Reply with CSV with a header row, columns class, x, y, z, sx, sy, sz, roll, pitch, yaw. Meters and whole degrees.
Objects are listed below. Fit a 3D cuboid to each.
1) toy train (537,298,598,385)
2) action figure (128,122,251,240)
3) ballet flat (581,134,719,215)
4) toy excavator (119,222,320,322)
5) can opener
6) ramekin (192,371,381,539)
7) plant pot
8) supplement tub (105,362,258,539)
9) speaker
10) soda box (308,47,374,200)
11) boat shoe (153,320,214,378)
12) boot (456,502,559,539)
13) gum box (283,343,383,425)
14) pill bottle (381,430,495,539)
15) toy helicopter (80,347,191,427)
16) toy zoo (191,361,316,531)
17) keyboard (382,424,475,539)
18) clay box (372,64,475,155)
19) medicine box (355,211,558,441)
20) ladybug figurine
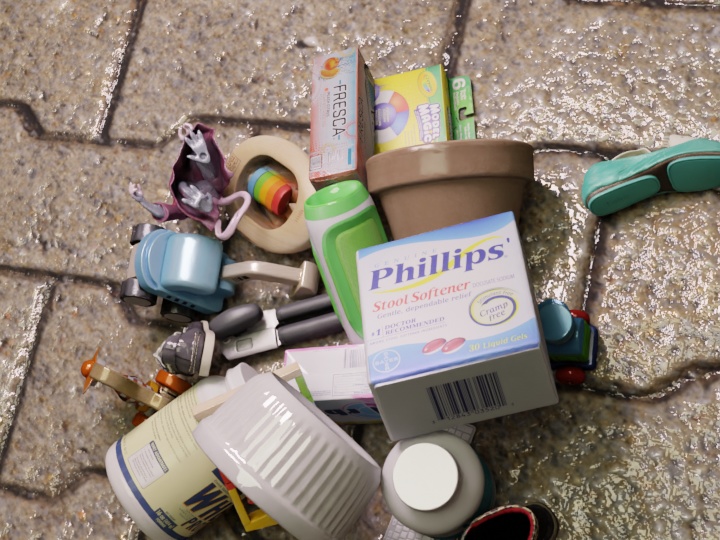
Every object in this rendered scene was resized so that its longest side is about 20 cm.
class,x,y,z,sx,sy,sz,roll,pitch,yaw
toy train,0.163,0.073,1.613,0.199,0.116,0.085,1,70,22
action figure,-0.204,-0.109,1.806,0.149,0.200,0.134,36,74,-2
ballet flat,0.352,-0.123,1.646,0.199,0.067,0.071,-15,51,13
toy excavator,-0.177,0.005,1.776,0.199,0.194,0.101,-12,62,48
can opener,-0.092,0.061,1.748,0.199,0.067,0.054,-16,65,16
ramekin,-0.070,0.197,1.493,0.200,0.200,0.105,39,87,29
plant pot,0.112,-0.053,1.661,0.199,0.200,0.176,-7,86,19
supplement tub,-0.186,0.217,1.681,0.199,0.145,0.145,-36,61,6
speaker,0.000,0.000,1.662,0.088,0.089,0.201,-15,109,16
soda box,-0.021,-0.175,1.738,0.063,0.068,0.201,-11,54,17
boat shoe,-0.219,0.094,1.719,0.062,0.200,0.073,9,87,-12
boot,0.122,0.317,1.512,0.199,0.151,0.073,-35,73,3
gum box,0.022,0.132,1.640,0.199,0.113,0.067,-6,68,25
pill bottle,0.084,0.232,1.528,0.110,0.200,0.112,-3,76,10
toy helicopter,-0.294,0.135,1.724,0.132,0.200,0.079,27,81,11
toy zoo,-0.096,0.214,1.609,0.130,0.201,0.020,-22,26,-6
keyboard,0.074,0.265,1.635,0.056,0.011,0.201,17,77,26
clay box,0.044,-0.190,1.802,0.199,0.048,0.116,-12,66,18
medicine box,0.098,0.057,1.496,0.181,0.103,0.201,-14,45,8
ladybug figurine,-0.101,-0.095,1.797,0.200,0.072,0.136,40,107,38
